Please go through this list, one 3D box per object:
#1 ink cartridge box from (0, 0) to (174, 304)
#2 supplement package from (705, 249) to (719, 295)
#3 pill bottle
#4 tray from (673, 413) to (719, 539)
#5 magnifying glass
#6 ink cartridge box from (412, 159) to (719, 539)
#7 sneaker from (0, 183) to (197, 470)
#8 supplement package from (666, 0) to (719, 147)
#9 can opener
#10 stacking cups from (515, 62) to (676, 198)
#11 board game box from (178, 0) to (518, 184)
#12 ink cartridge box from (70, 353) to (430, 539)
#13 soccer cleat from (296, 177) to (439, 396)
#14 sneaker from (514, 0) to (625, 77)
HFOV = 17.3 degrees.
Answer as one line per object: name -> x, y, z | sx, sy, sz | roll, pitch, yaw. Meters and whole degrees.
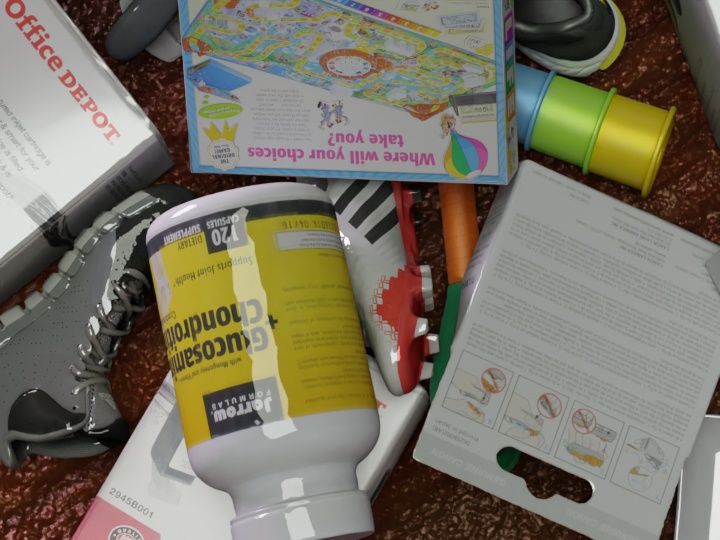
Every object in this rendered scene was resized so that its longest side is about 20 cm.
ink cartridge box -> -0.237, -0.068, 1.474 | 0.200, 0.084, 0.144 | -39, 81, -2
supplement package -> 0.338, 0.006, 1.375 | 0.199, 0.152, 0.151 | -22, 80, -15
pill bottle -> -0.051, 0.059, 1.347 | 0.111, 0.112, 0.201 | -13, 79, 1
tray -> 0.291, 0.148, 1.443 | 0.199, 0.022, 0.108 | 5, 82, 4
magnifying glass -> 0.066, 0.030, 1.456 | 0.022, 0.079, 0.201 | -16, 69, 34
ink cartridge box -> 0.131, 0.054, 1.425 | 0.162, 0.057, 0.201 | 24, 78, -6
sneaker -> -0.154, 0.048, 1.444 | 0.200, 0.075, 0.116 | -42, 59, 6
supplement package -> 0.257, -0.204, 1.424 | 0.150, 0.152, 0.201 | -18, 81, 1
can opener -> -0.076, -0.182, 1.452 | 0.200, 0.067, 0.053 | -29, 109, 33
stacking cups -> 0.093, -0.102, 1.475 | 0.199, 0.061, 0.061 | 17, 83, 8
board game box -> -0.008, -0.123, 1.411 | 0.199, 0.034, 0.135 | 3, 111, 15
ink cartridge box -> -0.067, 0.125, 1.436 | 0.145, 0.085, 0.201 | 29, 82, 6
soccer cleat -> 0.000, 0.000, 1.424 | 0.085, 0.069, 0.201 | -7, 46, 2
sneaker -> 0.071, -0.187, 1.470 | 0.199, 0.085, 0.075 | 20, 83, 12
